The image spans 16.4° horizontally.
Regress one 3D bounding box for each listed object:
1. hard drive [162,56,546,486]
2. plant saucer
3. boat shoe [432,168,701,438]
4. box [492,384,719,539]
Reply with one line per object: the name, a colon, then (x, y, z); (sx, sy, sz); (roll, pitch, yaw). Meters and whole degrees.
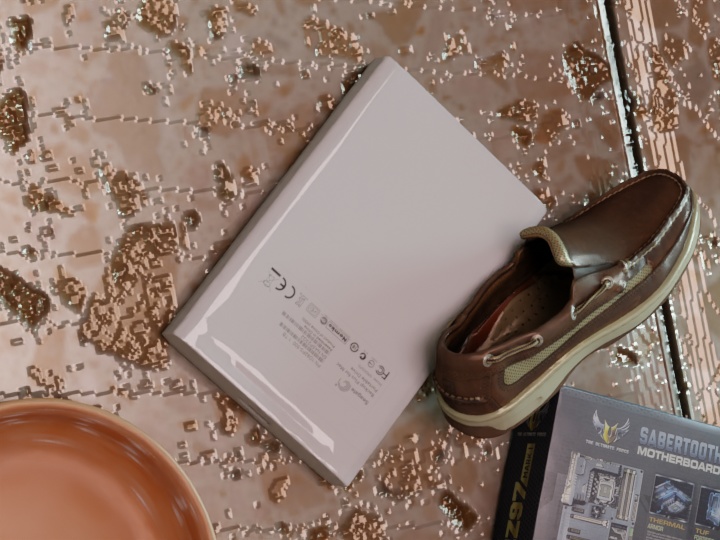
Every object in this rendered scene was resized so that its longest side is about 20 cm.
hard drive: (0.000, 0.000, 1.379); (0.132, 0.026, 0.200); (43, 70, -17)
plant saucer: (-0.169, 0.166, 1.283); (0.200, 0.037, 0.201); (1, 87, -25)
boat shoe: (0.117, 0.004, 1.393); (0.202, 0.075, 0.075); (-47, 140, -24)
box: (0.174, 0.163, 1.438); (0.200, 0.051, 0.158); (15, 81, -23)
